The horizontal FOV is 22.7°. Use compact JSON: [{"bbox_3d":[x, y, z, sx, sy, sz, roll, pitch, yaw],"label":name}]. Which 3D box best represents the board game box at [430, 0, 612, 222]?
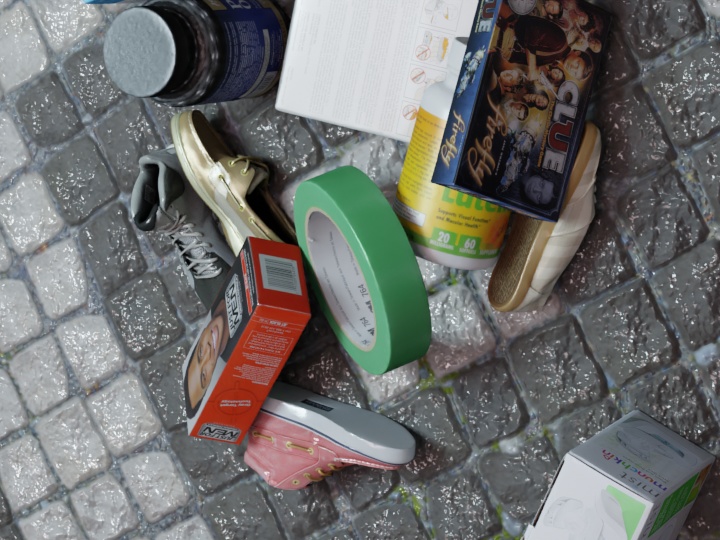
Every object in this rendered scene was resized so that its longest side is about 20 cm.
[{"bbox_3d":[0.147,-0.157,1.609,0.035,0.135,0.201,12,86,52],"label":"board game box"}]

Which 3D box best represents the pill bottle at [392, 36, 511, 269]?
[{"bbox_3d":[0.101,-0.112,1.684,0.111,0.111,0.201,22,107,23],"label":"pill bottle"}]

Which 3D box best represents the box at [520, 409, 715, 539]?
[{"bbox_3d":[0.220,0.250,1.647,0.096,0.176,0.201,29,110,21],"label":"box"}]

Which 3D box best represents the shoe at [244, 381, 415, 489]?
[{"bbox_3d":[-0.034,0.186,1.836,0.199,0.071,0.092,18,108,30],"label":"shoe"}]

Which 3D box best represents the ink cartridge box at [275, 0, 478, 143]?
[{"bbox_3d":[0.027,-0.215,1.758,0.199,0.050,0.163,14,105,7],"label":"ink cartridge box"}]

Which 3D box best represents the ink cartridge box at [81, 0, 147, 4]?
[{"bbox_3d":[-0.179,-0.351,1.744,0.146,0.200,0.147,-18,89,29],"label":"ink cartridge box"}]

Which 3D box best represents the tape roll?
[{"bbox_3d":[0.000,0.000,1.726,0.201,0.048,0.201,56,159,35],"label":"tape roll"}]

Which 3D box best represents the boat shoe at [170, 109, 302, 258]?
[{"bbox_3d":[-0.122,-0.084,1.837,0.066,0.074,0.201,-30,94,25],"label":"boat shoe"}]

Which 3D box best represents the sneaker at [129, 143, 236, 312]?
[{"bbox_3d":[-0.187,-0.031,1.851,0.075,0.115,0.201,-22,88,29],"label":"sneaker"}]

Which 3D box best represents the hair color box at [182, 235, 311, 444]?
[{"bbox_3d":[-0.118,0.073,1.813,0.102,0.061,0.200,-102,31,-45],"label":"hair color box"}]

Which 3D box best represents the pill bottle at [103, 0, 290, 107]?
[{"bbox_3d":[-0.160,-0.218,1.756,0.111,0.200,0.113,5,101,27],"label":"pill bottle"}]

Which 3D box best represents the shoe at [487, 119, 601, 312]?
[{"bbox_3d":[0.183,-0.049,1.691,0.201,0.053,0.070,-66,28,18],"label":"shoe"}]
